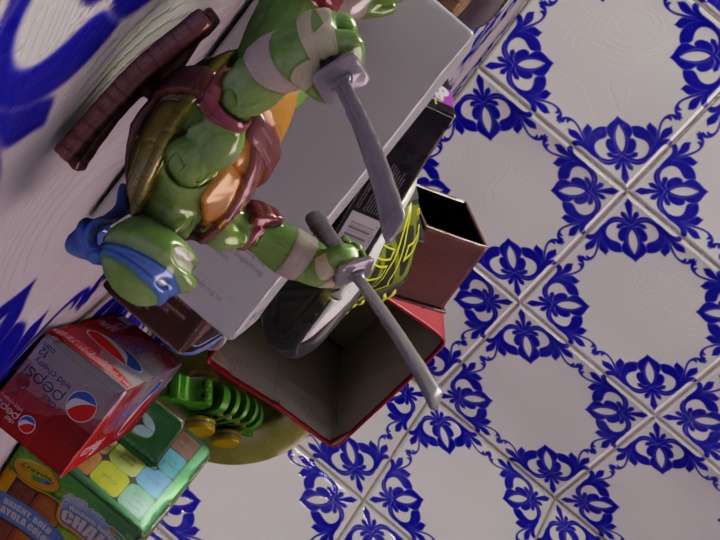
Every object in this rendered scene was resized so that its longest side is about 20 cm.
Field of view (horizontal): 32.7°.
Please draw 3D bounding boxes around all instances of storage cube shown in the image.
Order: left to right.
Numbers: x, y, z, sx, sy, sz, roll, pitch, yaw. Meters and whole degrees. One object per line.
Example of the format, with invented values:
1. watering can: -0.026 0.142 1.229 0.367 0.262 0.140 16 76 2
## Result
1. storage cube: -0.031 0.032 1.248 0.200 0.170 0.180 -46 -160 24

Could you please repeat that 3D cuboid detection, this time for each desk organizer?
1. desk organizer: 0.003 -0.038 1.031 0.077 0.199 0.072 -55 -146 29

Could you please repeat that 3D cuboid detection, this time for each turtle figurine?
1. turtle figurine: -0.008 -0.058 0.502 0.199 0.144 0.195 3 -119 36

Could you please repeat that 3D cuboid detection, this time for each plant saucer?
1. plant saucer: -0.133 0.118 1.323 0.200 0.199 0.031 -50 156 -38

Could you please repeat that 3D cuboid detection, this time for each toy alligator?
1. toy alligator: -0.148 0.123 1.176 0.054 0.200 0.060 -15 -121 27

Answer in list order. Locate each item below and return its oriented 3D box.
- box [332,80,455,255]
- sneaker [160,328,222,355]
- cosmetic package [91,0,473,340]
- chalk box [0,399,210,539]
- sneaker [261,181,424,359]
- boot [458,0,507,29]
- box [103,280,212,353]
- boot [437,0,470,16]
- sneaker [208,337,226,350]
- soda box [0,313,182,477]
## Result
1. box: 0.011 -0.110 0.876 0.143 0.036 0.201 -58 -161 32
2. sneaker: -0.093 -0.020 0.894 0.201 0.070 0.078 -60 -172 9
3. cosmetic package: -0.039 -0.073 0.642 0.200 0.102 0.074 -50 180 9
4. chalk box: -0.218 0.176 1.013 0.200 0.125 0.124 -53 178 33
5. sneaker: 0.000 0.000 0.918 0.074 0.085 0.200 5 -134 36
6. boot: 0.093 -0.264 0.994 0.132 0.069 0.201 -49 166 -45
7. box: -0.072 -0.052 0.787 0.200 0.075 0.100 -50 179 22
8. boot: 0.087 -0.246 0.799 0.166 0.072 0.200 -47 173 -49
9. sneaker: -0.111 -0.005 1.109 0.100 0.078 0.200 -58 -168 -32
10. soda box: -0.180 0.078 0.828 0.070 0.063 0.200 -51 179 1
